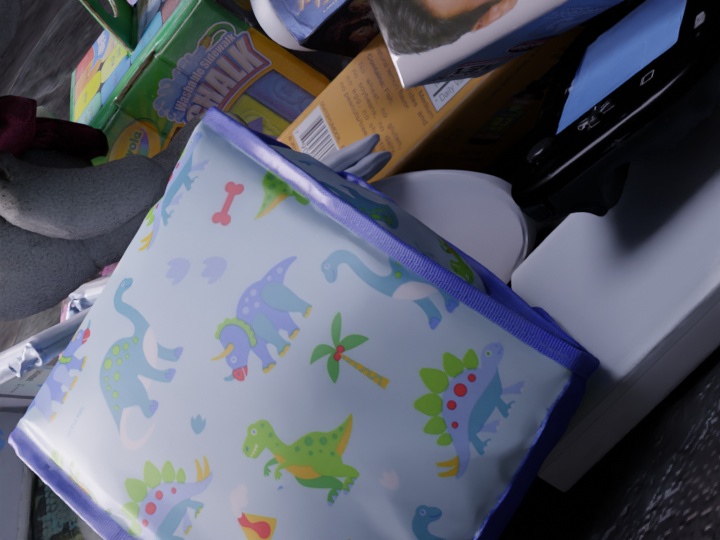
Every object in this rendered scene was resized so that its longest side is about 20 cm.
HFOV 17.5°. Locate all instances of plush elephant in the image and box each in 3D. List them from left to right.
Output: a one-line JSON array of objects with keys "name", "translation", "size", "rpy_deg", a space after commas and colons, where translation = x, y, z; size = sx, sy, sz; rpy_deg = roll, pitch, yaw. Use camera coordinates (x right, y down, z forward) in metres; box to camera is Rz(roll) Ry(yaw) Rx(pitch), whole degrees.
[{"name": "plush elephant", "translation": [-0.182, -0.064, 1.081], "size": [0.164, 0.155, 0.200], "rpy_deg": [10, 43, 45]}]

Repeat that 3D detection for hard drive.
[{"name": "hard drive", "translation": [0.132, -0.022, 0.899], "size": [0.200, 0.027, 0.132], "rpy_deg": [-48, 22, 28]}]

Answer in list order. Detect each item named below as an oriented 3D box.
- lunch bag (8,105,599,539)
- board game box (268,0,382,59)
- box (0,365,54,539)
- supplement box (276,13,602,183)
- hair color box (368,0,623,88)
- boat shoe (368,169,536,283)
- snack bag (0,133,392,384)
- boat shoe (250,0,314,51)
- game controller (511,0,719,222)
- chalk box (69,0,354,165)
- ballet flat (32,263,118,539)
[{"name": "lunch bag", "translation": [-0.014, 0.059, 0.924], "size": [0.200, 0.127, 0.171], "rpy_deg": [36, 99, 42]}, {"name": "board game box", "translation": [0.066, -0.173, 1.103], "size": [0.200, 0.135, 0.035], "rpy_deg": [-40, 70, 24]}, {"name": "box", "translation": [-0.184, 0.136, 1.218], "size": [0.200, 0.041, 0.157], "rpy_deg": [-115, 30, -86]}, {"name": "supplement box", "translation": [0.039, -0.085, 1.121], "size": [0.200, 0.066, 0.069], "rpy_deg": [-41, 63, 36]}, {"name": "hair color box", "translation": [0.088, -0.161, 0.965], "size": [0.200, 0.099, 0.061], "rpy_deg": [-26, -6, 37]}, {"name": "boat shoe", "translation": [0.000, 0.000, 1.097], "size": [0.199, 0.072, 0.068], "rpy_deg": [-24, 3, 29]}, {"name": "snack bag", "translation": [-0.100, 0.004, 1.077], "size": [0.200, 0.021, 0.188], "rpy_deg": [-31, 4, -26]}, {"name": "boat shoe", "translation": [0.034, -0.181, 1.200], "size": [0.200, 0.071, 0.091], "rpy_deg": [-33, 5, -36]}, {"name": "game controller", "translation": [0.114, -0.086, 0.951], "size": [0.104, 0.042, 0.200], "rpy_deg": [-47, 8, 26]}, {"name": "chalk box", "translation": [-0.079, -0.097, 1.252], "size": [0.124, 0.200, 0.125], "rpy_deg": [-51, 21, 20]}, {"name": "ballet flat", "translation": [-0.121, 0.085, 1.171], "size": [0.071, 0.069, 0.201], "rpy_deg": [-13, 65, 39]}]
